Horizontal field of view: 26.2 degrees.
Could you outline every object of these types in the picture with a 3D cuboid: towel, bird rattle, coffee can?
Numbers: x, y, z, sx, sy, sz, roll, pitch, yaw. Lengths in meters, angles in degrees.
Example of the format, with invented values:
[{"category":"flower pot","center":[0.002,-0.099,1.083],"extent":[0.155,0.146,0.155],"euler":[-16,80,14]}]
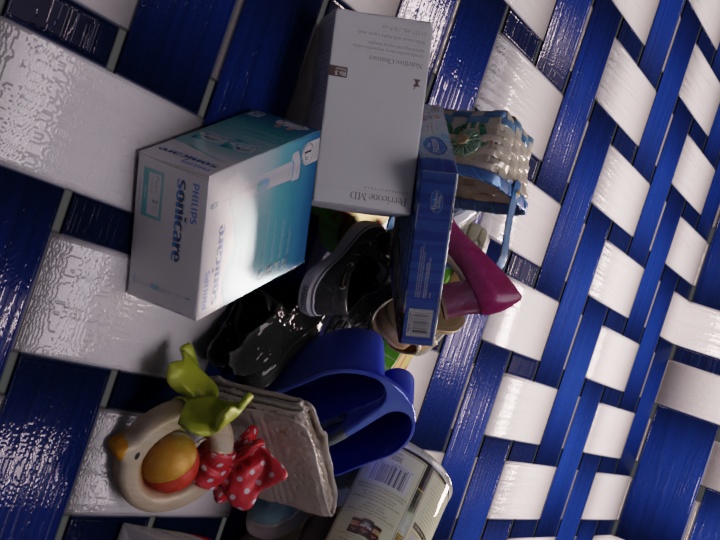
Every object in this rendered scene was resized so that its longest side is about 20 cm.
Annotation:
[{"category":"towel","center":[-0.098,0.191,1.677],"extent":[0.201,0.131,0.035],"euler":[81,29,-48]},{"category":"bird rattle","center":[-0.174,0.178,1.557],"extent":[0.162,0.113,0.201],"euler":[-27,142,-15]},{"category":"coffee can","center":[0.006,0.310,1.786],"extent":[0.147,0.145,0.201],"euler":[79,31,-47]}]

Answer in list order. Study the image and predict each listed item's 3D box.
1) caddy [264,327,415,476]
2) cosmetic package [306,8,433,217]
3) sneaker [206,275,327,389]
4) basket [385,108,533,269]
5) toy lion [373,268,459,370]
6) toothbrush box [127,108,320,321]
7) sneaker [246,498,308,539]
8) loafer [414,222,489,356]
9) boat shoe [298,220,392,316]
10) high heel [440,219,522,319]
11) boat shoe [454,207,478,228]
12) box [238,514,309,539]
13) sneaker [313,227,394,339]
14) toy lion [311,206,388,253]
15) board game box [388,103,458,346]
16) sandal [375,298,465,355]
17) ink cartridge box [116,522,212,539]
[{"category":"caddy","center":[-0.030,0.156,1.712],"extent":[0.142,0.199,0.105],"euler":[51,31,-28]},{"category":"cosmetic package","center":[0.004,-0.161,1.610],"extent":[0.081,0.112,0.202],"euler":[174,-78,-75]},{"category":"sneaker","center":[-0.096,0.051,1.669],"extent":[0.200,0.060,0.105],"euler":[-54,150,-35]},{"category":"basket","center":[0.118,-0.097,1.905],"extent":[0.139,0.175,0.202],"euler":[28,72,-55]},{"category":"toy lion","center":[0.058,0.084,1.975],"extent":[0.200,0.068,0.193],"euler":[-51,166,-40]},{"category":"toothbrush box","center":[-0.129,-0.058,1.491],"extent":[0.200,0.085,0.148],"euler":[-33,136,-56]},{"category":"sneaker","center":[-0.083,0.229,1.823],"extent":[0.200,0.073,0.083],"euler":[-55,144,-50]},{"category":"loafer","center":[0.115,0.029,2.095],"extent":[0.201,0.070,0.070],"euler":[-57,170,-9]},{"category":"boat shoe","center":[0.000,0.000,1.718],"extent":[0.200,0.066,0.071],"euler":[-38,135,-60]},{"category":"high heel","center":[0.124,-0.045,1.822],"extent":[0.067,0.095,0.202],"euler":[94,-16,-85]},{"category":"boat shoe","center":[0.136,-0.087,2.060],"extent":[0.200,0.071,0.063],"euler":[-44,142,-52]},{"category":"box","center":[-0.078,0.324,1.874],"extent":[0.200,0.082,0.069],"euler":[-44,145,-49]},{"category":"sneaker","center":[0.000,0.028,1.845],"extent":[0.074,0.079,0.201],"euler":[42,71,-18]},{"category":"toy lion","center":[-0.004,-0.102,1.771],"extent":[0.200,0.068,0.193],"euler":[-16,128,-62]},{"category":"board game box","center":[0.066,-0.054,1.686],"extent":[0.199,0.043,0.202],"euler":[-93,-171,-64]},{"category":"sandal","center":[0.051,0.066,1.801],"extent":[0.070,0.078,0.211],"euler":[-40,171,21]},{"category":"ink cartridge box","center":[-0.170,0.323,1.631],"extent":[0.200,0.115,0.068],"euler":[33,76,-65]}]
